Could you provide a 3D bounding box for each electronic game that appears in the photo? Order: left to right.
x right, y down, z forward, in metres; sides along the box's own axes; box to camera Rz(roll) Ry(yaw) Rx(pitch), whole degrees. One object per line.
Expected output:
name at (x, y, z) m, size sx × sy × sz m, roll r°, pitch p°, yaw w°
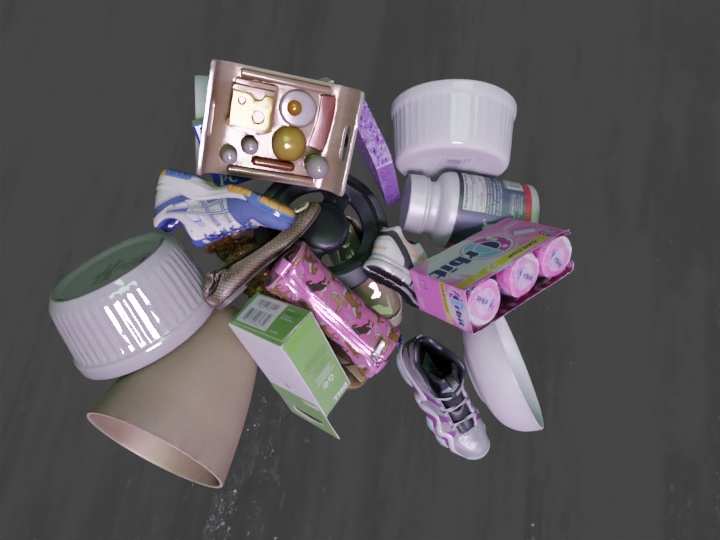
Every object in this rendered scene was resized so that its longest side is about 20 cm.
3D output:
electronic game at (-0.056, -0.061, 0.826) m, size 0.198 × 0.042 × 0.202 m, roll 4°, pitch 68°, yaw -10°

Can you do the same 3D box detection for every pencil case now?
pencil case at (-0.036, 0.051, 0.744) m, size 0.200 × 0.086 × 0.083 m, roll 44°, pitch 57°, yaw -15°

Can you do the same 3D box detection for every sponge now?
sponge at (0.022, -0.175, 0.861) m, size 0.030 × 0.200 × 0.112 m, roll -25°, pitch 79°, yaw 2°

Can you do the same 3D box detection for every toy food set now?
toy food set at (-0.104, -0.180, 0.738) m, size 0.198 × 0.060 × 0.145 m, roll 6°, pitch 110°, yaw -21°

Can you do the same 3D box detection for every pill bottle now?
pill bottle at (0.166, -0.091, 0.896) m, size 0.198 × 0.120 × 0.121 m, roll 8°, pitch 72°, yaw -5°

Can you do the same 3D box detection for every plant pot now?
plant pot at (-0.215, 0.148, 0.748) m, size 0.186 × 0.188 × 0.201 m, roll 26°, pitch 58°, yaw 0°

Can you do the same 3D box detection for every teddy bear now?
teddy bear at (-0.146, -0.007, 0.825) m, size 0.144 × 0.067 × 0.201 m, roll -18°, pitch 60°, yaw -14°

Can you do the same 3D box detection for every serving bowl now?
serving bowl at (0.192, 0.135, 0.808) m, size 0.065 × 0.200 × 0.202 m, roll -22°, pitch 75°, yaw 17°

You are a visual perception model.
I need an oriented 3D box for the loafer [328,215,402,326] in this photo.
loafer at (0.000, 0.000, 0.869) m, size 0.075 × 0.068 × 0.201 m, roll -30°, pitch 79°, yaw -16°

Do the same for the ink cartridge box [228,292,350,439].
ink cartridge box at (-0.080, 0.127, 0.746) m, size 0.103 × 0.201 × 0.059 m, roll 15°, pitch 53°, yaw 39°

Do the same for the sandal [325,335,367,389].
sandal at (-0.061, 0.096, 0.835) m, size 0.080 × 0.054 × 0.200 m, roll -31°, pitch 69°, yaw -23°

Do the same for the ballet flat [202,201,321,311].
ballet flat at (-0.129, -0.030, 0.741) m, size 0.200 × 0.067 × 0.046 m, roll -45°, pitch 102°, yaw -18°

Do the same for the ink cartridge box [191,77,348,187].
ink cartridge box at (-0.122, -0.190, 0.788) m, size 0.198 × 0.044 × 0.095 m, roll -21°, pitch 119°, yaw -9°

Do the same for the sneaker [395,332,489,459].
sneaker at (0.124, 0.177, 0.794) m, size 0.077 × 0.140 × 0.201 m, roll -35°, pitch 80°, yaw -15°

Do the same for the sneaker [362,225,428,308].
sneaker at (0.085, 0.003, 0.831) m, size 0.073 × 0.200 × 0.081 m, roll 2°, pitch 67°, yaw 38°

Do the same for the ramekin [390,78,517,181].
ramekin at (0.143, -0.206, 0.891) m, size 0.198 × 0.201 × 0.099 m, roll 5°, pitch 79°, yaw -7°

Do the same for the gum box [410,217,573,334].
gum box at (0.182, -0.002, 0.768) m, size 0.199 × 0.113 × 0.067 m, roll -28°, pitch 116°, yaw -23°

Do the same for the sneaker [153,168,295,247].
sneaker at (-0.178, -0.068, 0.734) m, size 0.198 × 0.075 × 0.089 m, roll 15°, pitch 89°, yaw 19°

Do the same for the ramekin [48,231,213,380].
ramekin at (-0.299, 0.035, 0.736) m, size 0.199 × 0.200 × 0.106 m, roll -32°, pitch 117°, yaw -16°

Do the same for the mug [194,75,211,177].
mug at (-0.166, -0.190, 0.878) m, size 0.173 × 0.148 × 0.202 m, roll -1°, pitch 103°, yaw -16°
